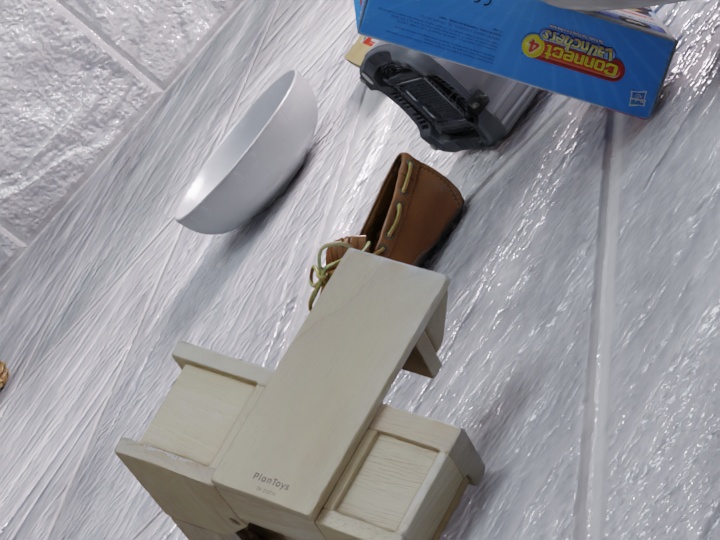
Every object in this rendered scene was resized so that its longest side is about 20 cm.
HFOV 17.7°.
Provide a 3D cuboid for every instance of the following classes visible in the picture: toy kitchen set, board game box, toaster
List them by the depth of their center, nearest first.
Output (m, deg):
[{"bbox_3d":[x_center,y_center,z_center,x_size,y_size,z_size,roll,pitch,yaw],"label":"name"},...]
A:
[{"bbox_3d":[0.004,0.107,1.361,0.199,0.181,0.164,16,63,33],"label":"toy kitchen set"},{"bbox_3d":[0.095,-0.175,1.536,0.196,0.198,0.056,-94,21,-73],"label":"board game box"},{"bbox_3d":[0.088,-0.171,1.762,0.129,0.113,0.200,-51,10,-9],"label":"toaster"}]

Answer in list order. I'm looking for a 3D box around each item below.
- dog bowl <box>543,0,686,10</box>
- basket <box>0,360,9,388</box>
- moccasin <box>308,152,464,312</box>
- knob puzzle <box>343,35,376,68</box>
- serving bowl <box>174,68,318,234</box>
[{"bbox_3d":[0.189,-0.211,1.418,0.198,0.059,0.200,-12,18,4],"label":"dog bowl"},{"bbox_3d":[-0.556,0.199,3.141,0.142,0.150,0.201,3,47,34],"label":"basket"},{"bbox_3d":[0.001,0.000,1.661,0.202,0.078,0.074,-56,13,-22],"label":"moccasin"},{"bbox_3d":[0.067,-0.278,2.334,0.220,0.030,0.220,-49,12,14],"label":"knob puzzle"},{"bbox_3d":[-0.107,-0.111,2.397,0.200,0.066,0.200,-47,13,14],"label":"serving bowl"}]
